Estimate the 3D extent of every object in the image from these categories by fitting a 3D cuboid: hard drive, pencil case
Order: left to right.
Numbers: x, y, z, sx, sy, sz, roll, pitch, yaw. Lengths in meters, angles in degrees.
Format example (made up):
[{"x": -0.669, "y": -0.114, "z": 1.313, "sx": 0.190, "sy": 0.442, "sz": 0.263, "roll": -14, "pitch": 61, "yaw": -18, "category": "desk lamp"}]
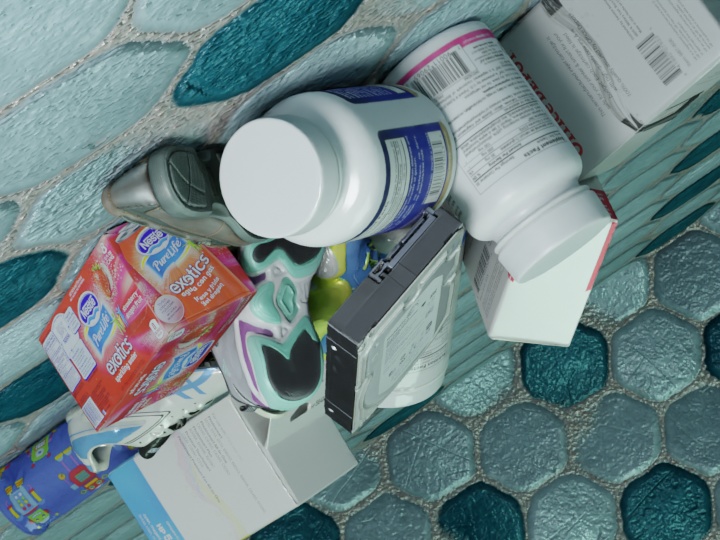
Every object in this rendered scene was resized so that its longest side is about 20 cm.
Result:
[{"x": -0.283, "y": 0.183, "z": 2.011, "sx": 0.200, "sy": 0.087, "sz": 0.078, "roll": -38, "pitch": 126, "yaw": 17, "category": "pencil case"}, {"x": 0.027, "y": 0.043, "z": 1.632, "sx": 0.140, "sy": 0.038, "sz": 0.200, "roll": -49, "pitch": 164, "yaw": -21, "category": "hard drive"}]

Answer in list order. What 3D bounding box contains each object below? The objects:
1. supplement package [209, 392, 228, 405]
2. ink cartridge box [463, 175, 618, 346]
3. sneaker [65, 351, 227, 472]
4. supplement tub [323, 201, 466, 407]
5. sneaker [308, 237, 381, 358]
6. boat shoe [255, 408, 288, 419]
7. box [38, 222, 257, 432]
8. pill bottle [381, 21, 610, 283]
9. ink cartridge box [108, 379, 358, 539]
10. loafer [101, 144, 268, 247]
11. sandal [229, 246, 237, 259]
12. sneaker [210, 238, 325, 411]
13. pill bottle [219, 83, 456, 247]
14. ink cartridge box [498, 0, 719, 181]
[{"x": -0.096, "y": 0.112, "z": 2.149, "sx": 0.117, "sy": 0.117, "sz": 0.200, "roll": -32, "pitch": 169, "yaw": -18, "category": "supplement package"}, {"x": 0.152, "y": -0.050, "z": 1.812, "sx": 0.084, "sy": 0.200, "sz": 0.145, "roll": 6, "pitch": 125, "yaw": -16, "category": "ink cartridge box"}, {"x": -0.176, "y": 0.124, "z": 1.792, "sx": 0.200, "sy": 0.073, "sz": 0.072, "roll": -24, "pitch": 180, "yaw": 23, "category": "sneaker"}, {"x": 0.028, "y": 0.013, "z": 1.860, "sx": 0.132, "sy": 0.132, "sz": 0.200, "roll": -26, "pitch": 137, "yaw": -37, "category": "supplement tub"}, {"x": 0.000, "y": 0.000, "z": 1.737, "sx": 0.105, "sy": 0.076, "sz": 0.200, "roll": 3, "pitch": 135, "yaw": -16, "category": "sneaker"}, {"x": -0.072, "y": 0.047, "z": 1.850, "sx": 0.066, "sy": 0.074, "sz": 0.200, "roll": -48, "pitch": -159, "yaw": 38, "category": "boat shoe"}, {"x": -0.178, "y": 0.038, "z": 1.626, "sx": 0.095, "sy": 0.100, "sz": 0.200, "roll": -27, "pitch": 167, "yaw": -35, "category": "box"}, {"x": 0.112, "y": -0.097, "z": 1.641, "sx": 0.113, "sy": 0.200, "sz": 0.113, "roll": -33, "pitch": 169, "yaw": -7, "category": "pill bottle"}, {"x": -0.113, "y": 0.184, "z": 1.906, "sx": 0.200, "sy": 0.125, "sz": 0.129, "roll": -33, "pitch": 178, "yaw": 32, "category": "ink cartridge box"}, {"x": -0.130, "y": -0.055, "z": 1.503, "sx": 0.063, "sy": 0.072, "sz": 0.200, "roll": -17, "pitch": 167, "yaw": 17, "category": "loafer"}, {"x": -0.102, "y": -0.015, "z": 1.746, "sx": 0.082, "sy": 0.055, "sz": 0.200, "roll": -32, "pitch": 169, "yaw": -11, "category": "sandal"}, {"x": -0.091, "y": 0.021, "z": 1.657, "sx": 0.078, "sy": 0.200, "sz": 0.140, "roll": 8, "pitch": 167, "yaw": -27, "category": "sneaker"}, {"x": -0.019, "y": -0.081, "z": 1.535, "sx": 0.120, "sy": 0.120, "sz": 0.200, "roll": -40, "pitch": 167, "yaw": 27, "category": "pill bottle"}, {"x": 0.228, "y": -0.194, "z": 1.714, "sx": 0.200, "sy": 0.145, "sz": 0.084, "roll": -42, "pitch": 168, "yaw": 35, "category": "ink cartridge box"}]
